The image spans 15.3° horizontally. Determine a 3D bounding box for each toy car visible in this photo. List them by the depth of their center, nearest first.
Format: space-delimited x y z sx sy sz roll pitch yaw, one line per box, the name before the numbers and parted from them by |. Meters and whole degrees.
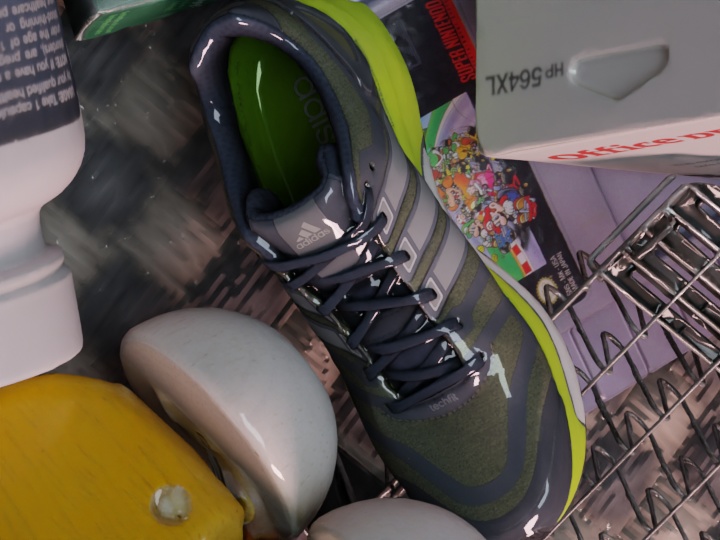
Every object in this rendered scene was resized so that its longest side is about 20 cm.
toy car | -0.056 0.127 0.826 0.175 0.150 0.200 -38 66 -20

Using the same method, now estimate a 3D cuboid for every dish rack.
dish rack | 0.092 0.063 0.899 0.153 0.055 0.200 38 105 -21

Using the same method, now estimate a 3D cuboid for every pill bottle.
pill bottle | -0.146 -0.064 0.796 0.120 0.120 0.200 -14 100 -20

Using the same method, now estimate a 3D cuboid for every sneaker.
sneaker | 0.000 0.000 0.830 0.074 0.081 0.200 -34 78 20

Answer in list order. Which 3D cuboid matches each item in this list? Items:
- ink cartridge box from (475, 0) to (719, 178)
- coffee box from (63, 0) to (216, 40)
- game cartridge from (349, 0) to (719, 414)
ink cartridge box | 0.156 -0.077 0.871 0.200 0.146 0.084 4 83 -39
coffee box | -0.015 -0.160 0.863 0.200 0.044 0.123 -17 87 -17
game cartridge | 0.055 -0.049 0.926 0.130 0.038 0.200 -32 106 -20
